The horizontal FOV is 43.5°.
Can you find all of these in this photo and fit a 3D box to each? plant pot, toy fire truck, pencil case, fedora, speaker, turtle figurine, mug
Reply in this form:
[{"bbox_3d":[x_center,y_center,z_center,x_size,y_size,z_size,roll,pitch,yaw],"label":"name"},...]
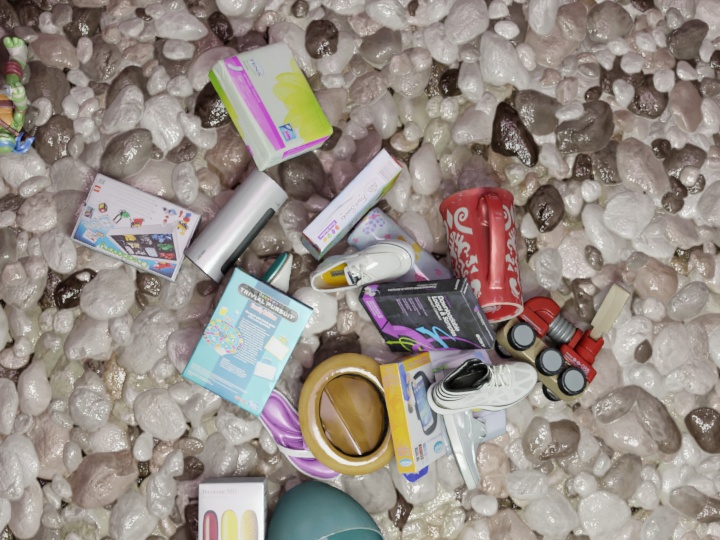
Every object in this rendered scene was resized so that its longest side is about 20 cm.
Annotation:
[{"bbox_3d":[-0.074,0.429,1.479,0.197,0.202,0.136,-27,50,-6],"label":"plant pot"},{"bbox_3d":[0.358,0.099,1.567,0.175,0.129,0.201,40,71,3],"label":"toy fire truck"},{"bbox_3d":[0.070,-0.019,1.579,0.199,0.091,0.083,42,59,2],"label":"pencil case"},{"bbox_3d":[-0.017,0.245,1.538,0.196,0.082,0.206,1,82,-10],"label":"fedora"},{"bbox_3d":[-0.216,-0.080,1.575,0.081,0.081,0.201,38,82,3],"label":"speaker"},{"bbox_3d":[-0.637,-0.313,1.540,0.198,0.143,0.198,17,56,-42],"label":"turtle figurine"},{"bbox_3d":[0.202,-0.028,1.521,0.131,0.177,0.204,-13,69,20],"label":"mug"}]

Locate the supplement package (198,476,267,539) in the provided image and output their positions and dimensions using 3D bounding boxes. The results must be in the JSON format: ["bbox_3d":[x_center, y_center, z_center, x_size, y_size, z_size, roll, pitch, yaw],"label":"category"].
[{"bbox_3d":[-0.210,0.449,1.494,0.111,0.110,0.205,-1,83,-3],"label":"supplement package"}]

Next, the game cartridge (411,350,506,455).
[{"bbox_3d":[0.178,0.204,1.580,0.131,0.040,0.204,-19,84,-8],"label":"game cartridge"}]

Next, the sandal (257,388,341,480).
[{"bbox_3d":[-0.109,0.287,1.549,0.202,0.050,0.083,40,83,2],"label":"sandal"}]

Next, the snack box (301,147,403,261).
[{"bbox_3d":[-0.017,-0.110,1.556,0.053,0.142,0.200,44,82,3],"label":"snack box"}]

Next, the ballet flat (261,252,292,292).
[{"bbox_3d":[-0.172,0.061,1.574,0.069,0.069,0.201,40,87,3],"label":"ballet flat"}]

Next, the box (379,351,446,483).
[{"bbox_3d":[0.092,0.246,1.509,0.041,0.118,0.205,-12,89,31],"label":"box"}]

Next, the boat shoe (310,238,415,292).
[{"bbox_3d":[0.000,0.000,1.529,0.197,0.070,0.072,-9,112,32],"label":"boat shoe"}]

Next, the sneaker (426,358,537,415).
[{"bbox_3d":[0.214,0.182,1.461,0.196,0.116,0.077,-11,71,-18],"label":"sneaker"}]

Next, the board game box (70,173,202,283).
[{"bbox_3d":[-0.393,-0.074,1.588,0.196,0.035,0.129,22,82,0],"label":"board game box"}]

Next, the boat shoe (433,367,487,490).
[{"bbox_3d":[0.179,0.262,1.520,0.070,0.070,0.205,-14,81,0],"label":"boat shoe"}]

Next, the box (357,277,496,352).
[{"bbox_3d":[0.110,0.077,1.498,0.197,0.144,0.037,-7,43,32],"label":"box"}]

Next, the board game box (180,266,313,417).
[{"bbox_3d":[-0.188,0.119,1.517,0.149,0.047,0.203,28,91,-5],"label":"board game box"}]

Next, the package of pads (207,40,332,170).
[{"bbox_3d":[-0.153,-0.293,1.583,0.153,0.068,0.203,-26,84,-34],"label":"package of pads"}]
